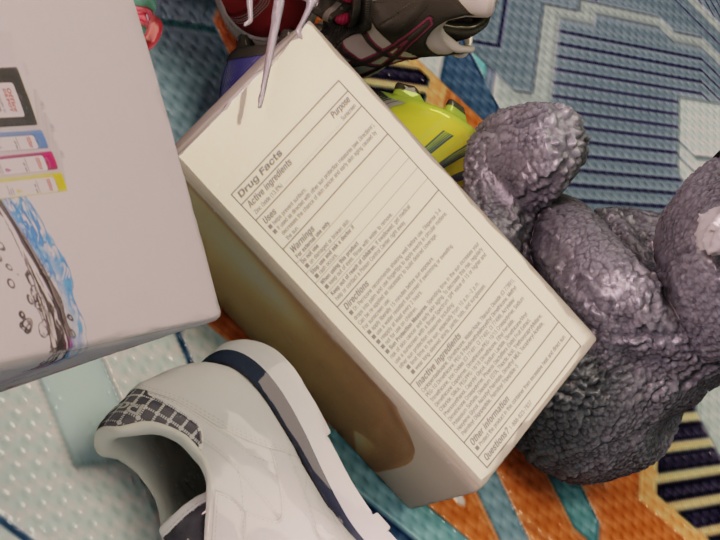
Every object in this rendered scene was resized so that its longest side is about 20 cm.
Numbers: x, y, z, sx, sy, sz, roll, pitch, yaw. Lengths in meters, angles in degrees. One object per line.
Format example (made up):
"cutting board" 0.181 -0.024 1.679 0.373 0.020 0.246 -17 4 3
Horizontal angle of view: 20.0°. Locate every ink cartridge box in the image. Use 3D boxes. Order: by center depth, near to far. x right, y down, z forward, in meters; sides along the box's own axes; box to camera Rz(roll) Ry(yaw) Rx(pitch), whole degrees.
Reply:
"ink cartridge box" -0.172 -0.023 0.648 0.199 0.146 0.146 -11 84 -58

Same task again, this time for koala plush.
"koala plush" 0.171 0.007 1.029 0.177 0.199 0.185 35 49 -45

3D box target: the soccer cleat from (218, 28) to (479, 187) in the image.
"soccer cleat" -0.002 -0.059 1.049 0.199 0.064 0.085 19 73 -49

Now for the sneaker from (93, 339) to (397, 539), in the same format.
"sneaker" -0.028 0.126 0.809 0.080 0.076 0.201 -26 76 -47

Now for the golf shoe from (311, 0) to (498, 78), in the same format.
"golf shoe" 0.022 -0.129 1.046 0.087 0.078 0.200 22 -5 1

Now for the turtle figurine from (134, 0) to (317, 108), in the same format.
"turtle figurine" -0.094 -0.168 0.851 0.149 0.100 0.202 9 73 -65

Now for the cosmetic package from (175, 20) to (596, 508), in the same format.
"cosmetic package" 0.000 0.000 0.927 0.200 0.071 0.105 48 61 -8

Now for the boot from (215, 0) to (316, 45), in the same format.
"boot" -0.075 -0.223 1.020 0.201 0.072 0.144 62 -9 15
